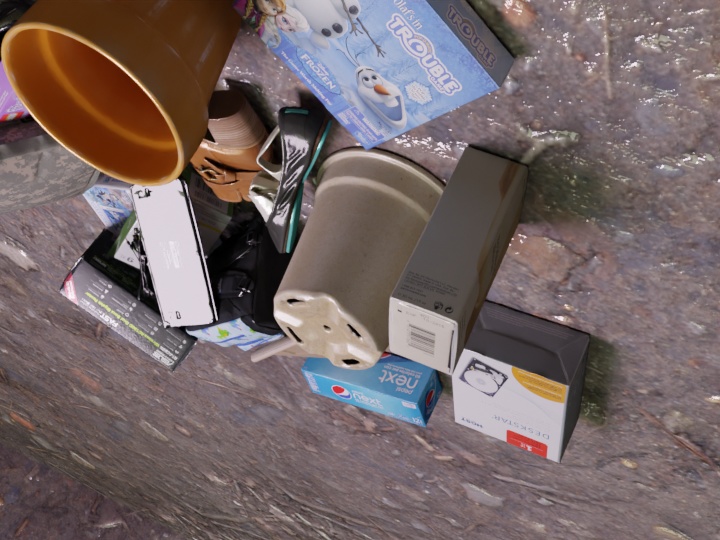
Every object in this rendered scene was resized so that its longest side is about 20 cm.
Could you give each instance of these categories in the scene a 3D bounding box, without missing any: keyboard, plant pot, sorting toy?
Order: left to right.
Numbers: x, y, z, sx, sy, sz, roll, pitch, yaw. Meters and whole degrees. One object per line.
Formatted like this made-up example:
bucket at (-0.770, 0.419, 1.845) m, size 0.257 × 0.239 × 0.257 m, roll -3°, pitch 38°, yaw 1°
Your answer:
plant pot at (-0.213, -0.219, 0.948) m, size 0.198 × 0.185 × 0.201 m, roll 22°, pitch 150°, yaw 13°
keyboard at (-0.239, -0.026, 1.213) m, size 0.102 × 0.040 × 0.203 m, roll -3°, pitch 112°, yaw 14°
sorting toy at (-0.026, 0.089, 1.297) m, size 0.197 × 0.037 × 0.184 m, roll 1°, pitch 165°, yaw -32°
plant pot at (0.000, 0.000, 1.085) m, size 0.198 × 0.185 × 0.202 m, roll 22°, pitch 149°, yaw 14°

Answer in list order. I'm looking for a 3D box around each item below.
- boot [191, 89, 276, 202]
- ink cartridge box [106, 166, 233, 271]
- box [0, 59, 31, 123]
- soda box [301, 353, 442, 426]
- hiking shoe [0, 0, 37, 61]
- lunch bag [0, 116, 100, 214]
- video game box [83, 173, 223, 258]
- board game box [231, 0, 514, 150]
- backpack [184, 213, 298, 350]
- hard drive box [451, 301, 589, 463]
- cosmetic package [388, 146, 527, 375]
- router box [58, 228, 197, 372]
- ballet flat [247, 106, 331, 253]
boot at (-0.195, -0.144, 1.144) m, size 0.197 × 0.074 × 0.155 m, roll 9°, pitch 150°, yaw 21°
ink cartridge box at (-0.257, -0.044, 1.276) m, size 0.103 × 0.060 × 0.200 m, roll 26°, pitch 127°, yaw -22°
box at (-0.336, -0.230, 1.091) m, size 0.199 × 0.136 × 0.040 m, roll -24°, pitch 88°, yaw 55°
soda box at (0.016, 0.161, 1.427) m, size 0.198 × 0.068 × 0.065 m, roll 13°, pitch 146°, yaw 28°
hiking shoe at (-0.421, -0.268, 1.140) m, size 0.198 × 0.101 × 0.076 m, roll -11°, pitch 124°, yaw 47°
lunch bag at (-0.418, -0.148, 1.223) m, size 0.199 × 0.162 × 0.119 m, roll -16°, pitch 92°, yaw 59°
video game box at (-0.289, -0.061, 1.391) m, size 0.180 × 0.047 × 0.201 m, roll 7°, pitch 142°, yaw 30°
board game box at (0.007, -0.219, 0.892) m, size 0.200 × 0.044 × 0.198 m, roll 44°, pitch 146°, yaw -21°
backpack at (-0.160, 0.032, 1.297) m, size 0.198 × 0.166 × 0.153 m, roll -18°, pitch 149°, yaw 36°
hard drive box at (0.200, 0.141, 1.225) m, size 0.154 × 0.077 × 0.201 m, roll 18°, pitch 148°, yaw 21°
cosmetic package at (0.098, -0.012, 0.962) m, size 0.070 × 0.201 × 0.106 m, roll 20°, pitch 150°, yaw 15°
router box at (-0.316, 0.039, 1.376) m, size 0.199 × 0.062 × 0.150 m, roll 38°, pitch -166°, yaw -11°
ballet flat at (-0.087, -0.107, 1.095) m, size 0.067 × 0.068 × 0.201 m, roll 18°, pitch 131°, yaw -3°
